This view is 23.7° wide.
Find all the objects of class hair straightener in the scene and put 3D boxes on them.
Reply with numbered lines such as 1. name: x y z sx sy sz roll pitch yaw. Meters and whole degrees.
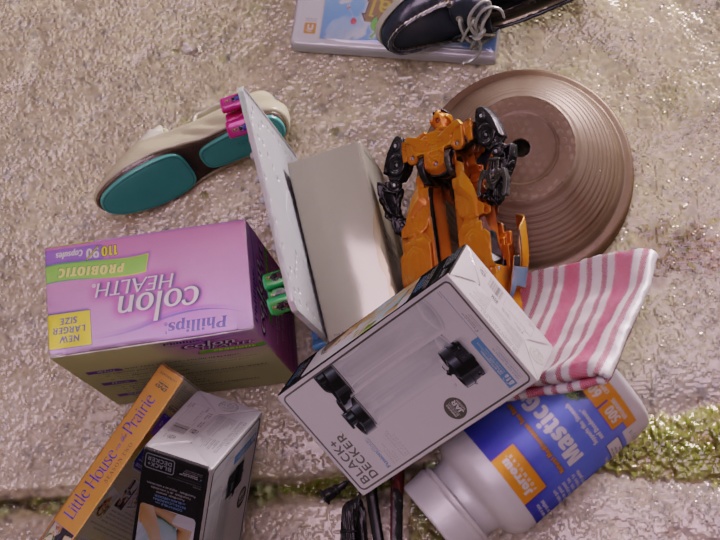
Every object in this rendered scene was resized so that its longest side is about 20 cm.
1. hair straightener: 0.002 0.208 1.509 0.076 0.041 0.202 -3 79 8

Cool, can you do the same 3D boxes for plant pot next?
1. plant pot: 0.145 -0.095 1.537 0.199 0.093 0.203 -3 74 9

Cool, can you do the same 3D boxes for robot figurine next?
1. robot figurine: 0.083 -0.039 1.459 0.144 0.058 0.202 -16 72 37

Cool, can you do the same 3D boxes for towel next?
1. towel: 0.147 0.049 1.451 0.199 0.030 0.147 -13 38 39

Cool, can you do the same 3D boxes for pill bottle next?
1. pill bottle: 0.138 0.152 1.460 0.200 0.112 0.112 -40 73 -4

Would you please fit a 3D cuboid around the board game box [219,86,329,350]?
1. board game box: -0.066 -0.035 1.495 0.026 0.200 0.202 -16 73 8

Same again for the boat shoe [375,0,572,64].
1. boat shoe: 0.112 -0.240 1.570 0.199 0.075 0.062 -21 62 -7

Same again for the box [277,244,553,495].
1. box: 0.043 0.084 1.396 0.200 0.060 0.117 -35 100 30

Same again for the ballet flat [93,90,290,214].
1. ballet flat: -0.161 -0.115 1.611 0.199 0.070 0.070 -22 73 0

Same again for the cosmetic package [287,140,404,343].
1. cosmetic package: 0.000 0.000 1.526 0.073 0.104 0.202 -16 74 9

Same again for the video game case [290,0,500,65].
1. video game case: 0.042 -0.291 1.642 0.198 0.022 0.184 5 76 10

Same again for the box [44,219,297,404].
1. box: -0.159 0.041 1.490 0.174 0.200 0.098 -8 74 7

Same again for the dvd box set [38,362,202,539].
1. dvd box set: -0.196 0.186 1.484 0.029 0.146 0.201 31 82 21

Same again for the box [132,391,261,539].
1. box: -0.143 0.218 1.429 0.060 0.117 0.202 16 113 12
